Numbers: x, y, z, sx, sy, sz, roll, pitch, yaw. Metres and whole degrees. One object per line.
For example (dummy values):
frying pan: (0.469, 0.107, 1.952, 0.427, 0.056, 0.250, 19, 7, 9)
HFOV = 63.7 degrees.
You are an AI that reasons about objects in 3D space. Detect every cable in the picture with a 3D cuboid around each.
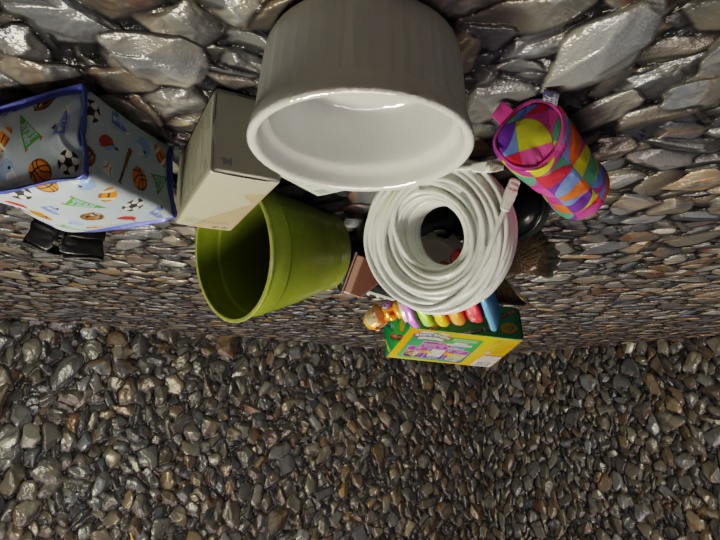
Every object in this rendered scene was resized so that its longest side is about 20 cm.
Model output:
cable: (0.101, -0.047, 0.745, 0.197, 0.204, 0.069, 16, -167, 28)

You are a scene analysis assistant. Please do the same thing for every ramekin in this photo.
ramekin: (0.001, -0.152, 0.517, 0.196, 0.100, 0.201, 1, 168, 0)

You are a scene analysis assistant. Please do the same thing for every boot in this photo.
boot: (-0.357, -0.073, 0.816, 0.196, 0.135, 0.070, 4, 166, -10)
boot: (0.147, -0.084, 0.832, 0.165, 0.078, 0.199, 3, 174, -26)

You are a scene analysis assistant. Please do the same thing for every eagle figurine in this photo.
eagle figurine: (0.246, 0.008, 1.047, 0.148, 0.155, 0.200, 3, 166, -13)

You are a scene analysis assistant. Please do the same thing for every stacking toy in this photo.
stacking toy: (0.094, 0.043, 0.840, 0.197, 0.118, 0.110, -18, 143, 13)

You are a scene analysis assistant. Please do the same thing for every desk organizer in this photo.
desk organizer: (0.000, 0.000, 1.033, 0.076, 0.073, 0.200, 20, -174, -11)

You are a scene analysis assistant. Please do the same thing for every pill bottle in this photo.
pill bottle: (0.120, 0.030, 0.997, 0.111, 0.116, 0.201, 0, 149, 5)

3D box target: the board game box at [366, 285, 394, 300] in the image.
board game box: (-0.025, 0.025, 1.180, 0.197, 0.026, 0.200, 18, -173, -17)

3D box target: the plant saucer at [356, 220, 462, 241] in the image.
plant saucer: (0.091, -0.050, 1.051, 0.196, 0.051, 0.200, 1, 167, 0)

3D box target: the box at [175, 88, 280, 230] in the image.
box: (-0.161, -0.120, 0.685, 0.076, 0.097, 0.199, 7, 167, -27)

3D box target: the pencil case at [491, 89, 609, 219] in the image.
pencil case: (0.221, -0.123, 0.660, 0.087, 0.090, 0.199, -8, 162, 34)

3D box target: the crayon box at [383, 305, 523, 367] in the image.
crayon box: (0.149, 0.102, 0.949, 0.196, 0.059, 0.119, 8, 148, -15)

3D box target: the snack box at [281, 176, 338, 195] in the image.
snack box: (-0.007, -0.140, 0.702, 0.197, 0.038, 0.116, -7, 165, 31)

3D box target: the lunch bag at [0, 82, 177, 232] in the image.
lunch bag: (-0.342, -0.115, 0.666, 0.196, 0.126, 0.170, -10, 165, 15)

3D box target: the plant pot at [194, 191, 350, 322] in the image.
plant pot: (-0.121, -0.031, 0.897, 0.198, 0.205, 0.191, -11, 174, 44)

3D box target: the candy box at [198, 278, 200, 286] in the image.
candy box: (-0.182, -0.027, 1.032, 0.196, 0.119, 0.056, 4, 167, -14)
